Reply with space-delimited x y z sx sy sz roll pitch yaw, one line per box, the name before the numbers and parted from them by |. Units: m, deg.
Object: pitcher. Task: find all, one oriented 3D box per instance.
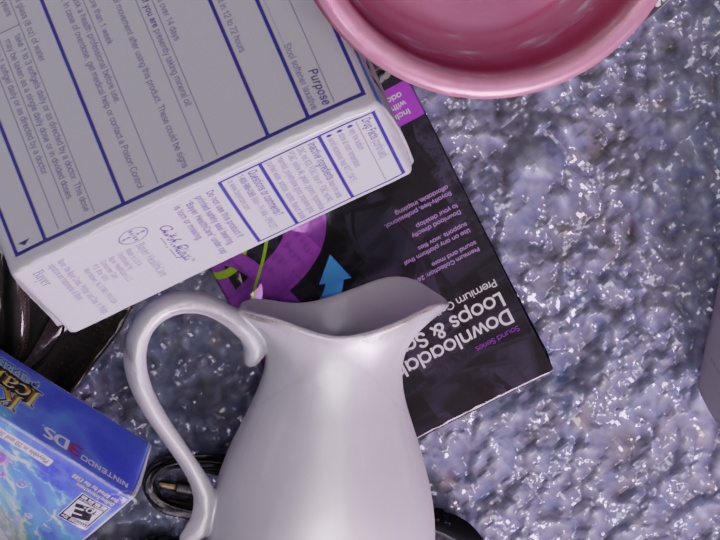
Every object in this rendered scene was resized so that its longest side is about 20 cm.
pitcher | -0.043 0.107 1.502 0.171 0.121 0.201 2 102 -11

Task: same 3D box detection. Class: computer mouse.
computer mouse | -0.024 0.138 1.598 0.199 0.034 0.059 18 117 -5

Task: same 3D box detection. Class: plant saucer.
plant saucer | 0.056 -0.182 1.330 0.200 0.051 0.202 -4 102 -17

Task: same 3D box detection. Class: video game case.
video game case | -0.242 0.098 1.504 0.200 0.046 0.181 34 133 -18

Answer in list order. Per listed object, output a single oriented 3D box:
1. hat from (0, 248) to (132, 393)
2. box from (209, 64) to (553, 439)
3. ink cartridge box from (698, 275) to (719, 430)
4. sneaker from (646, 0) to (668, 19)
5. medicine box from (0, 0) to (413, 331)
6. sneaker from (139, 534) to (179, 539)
hat | -0.208 0.004 1.506 0.200 0.081 0.202 -1 107 -4
box | 0.000 0.000 1.550 0.143 0.036 0.201 -27 110 4
ink cartridge box | 0.274 -0.005 1.549 0.145 0.084 0.201 8 107 -8
sneaker | 0.116 -0.170 1.454 0.199 0.075 0.116 1 124 -42
medicine box | -0.102 -0.099 1.426 0.199 0.103 0.183 -24 69 2
sneaker | -0.069 0.236 1.607 0.200 0.079 0.096 40 110 -7
